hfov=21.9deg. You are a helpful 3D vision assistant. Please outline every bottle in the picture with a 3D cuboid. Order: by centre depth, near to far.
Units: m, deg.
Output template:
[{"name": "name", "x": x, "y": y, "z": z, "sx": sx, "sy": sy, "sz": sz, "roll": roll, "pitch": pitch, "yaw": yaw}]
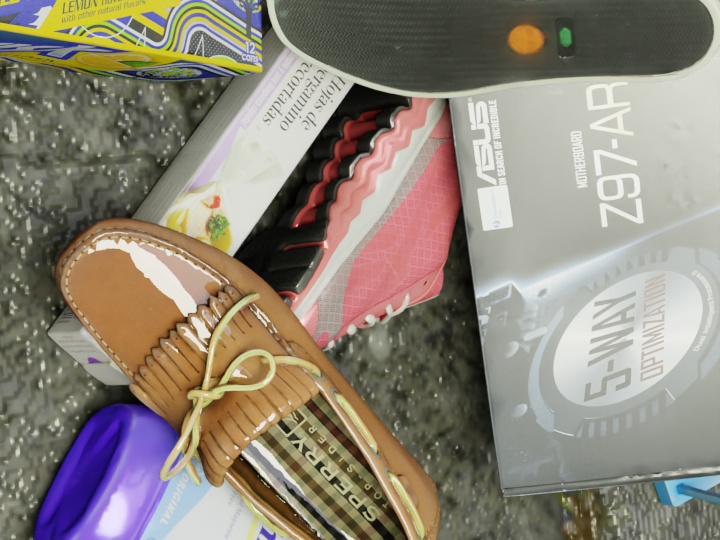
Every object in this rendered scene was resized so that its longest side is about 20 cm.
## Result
[{"name": "bottle", "x": -0.046, "y": 0.137, "z": 0.828, "sx": 0.200, "sy": 0.065, "sz": 0.084, "roll": 36, "pitch": 70, "yaw": -26}]

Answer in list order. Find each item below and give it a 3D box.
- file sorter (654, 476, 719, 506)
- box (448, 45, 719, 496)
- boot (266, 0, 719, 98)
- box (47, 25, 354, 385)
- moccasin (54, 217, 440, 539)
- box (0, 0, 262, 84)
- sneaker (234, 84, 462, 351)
[{"name": "file sorter", "x": 0.209, "y": 0.008, "z": 0.953, "sx": 0.138, "sy": 0.123, "sz": 0.201, "roll": -24, "pitch": 101, "yaw": -22}, {"name": "box", "x": 0.131, "y": -0.005, "z": 0.857, "sx": 0.159, "sy": 0.044, "sz": 0.202, "roll": -6, "pitch": 102, "yaw": 8}, {"name": "boot", "x": 0.061, "y": -0.149, "z": 0.837, "sx": 0.145, "sy": 0.198, "sz": 0.073, "roll": -82, "pitch": 172, "yaw": -45}, {"name": "box", "x": -0.064, "y": -0.037, "z": 0.840, "sx": 0.039, "sy": 0.041, "sz": 0.201, "roll": 44, "pitch": 66, "yaw": -24}, {"name": "moccasin", "x": -0.046, "y": 0.059, "z": 0.766, "sx": 0.073, "sy": 0.078, "sz": 0.202, "roll": -37, "pitch": 104, "yaw": 9}, {"name": "box", "x": -0.128, "y": -0.121, "z": 0.755, "sx": 0.199, "sy": 0.064, "sz": 0.071, "roll": 2, "pitch": 86, "yaw": -50}, {"name": "sneaker", "x": 0.000, "y": 0.000, "z": 0.861, "sx": 0.087, "sy": 0.074, "sz": 0.201, "roll": 44, "pitch": 67, "yaw": -25}]
